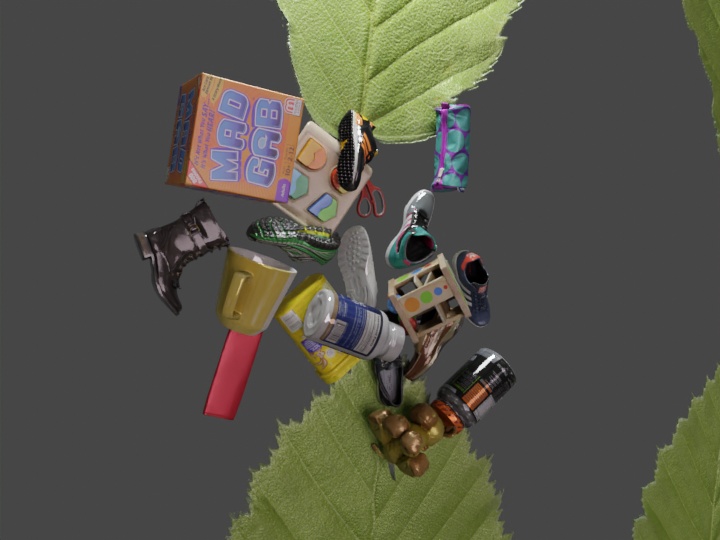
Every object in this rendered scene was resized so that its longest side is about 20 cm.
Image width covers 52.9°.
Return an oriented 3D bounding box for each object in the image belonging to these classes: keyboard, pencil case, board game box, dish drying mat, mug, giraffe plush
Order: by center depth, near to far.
[{"bbox_3d":[-0.248,-0.246,1.402,0.199,0.200,0.201,8,93,-26],"label":"board game box"},{"bbox_3d":[-0.237,0.044,1.470,0.186,0.149,0.154,14,99,-51],"label":"mug"},{"bbox_3d":[-0.273,0.216,1.543,0.076,0.018,0.201,19,86,-27],"label":"dish drying mat"},{"bbox_3d":[0.131,0.378,1.670,0.162,0.172,0.201,-30,142,-27],"label":"giraffe plush"},{"bbox_3d":[0.210,-0.283,1.682,0.092,0.085,0.201,-4,98,-52],"label":"pencil case"},{"bbox_3d":[0.122,0.102,1.719,0.199,0.040,0.105,-3,120,-26],"label":"keyboard"}]

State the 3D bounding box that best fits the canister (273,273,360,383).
[{"bbox_3d":[-0.082,0.124,1.587,0.148,0.086,0.200,-42,110,-16],"label":"canister"}]

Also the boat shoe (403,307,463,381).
[{"bbox_3d":[0.159,0.166,1.712,0.074,0.076,0.200,37,93,-6],"label":"boat shoe"}]

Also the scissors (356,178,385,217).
[{"bbox_3d":[0.009,-0.214,1.635,0.073,0.014,0.201,-16,101,-20],"label":"scissors"}]

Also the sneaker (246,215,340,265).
[{"bbox_3d":[-0.147,-0.054,1.541,0.199,0.078,0.085,14,126,-13],"label":"sneaker"}]

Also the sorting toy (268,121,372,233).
[{"bbox_3d":[-0.089,-0.192,1.569,0.185,0.036,0.201,35,82,-22],"label":"sorting toy"}]

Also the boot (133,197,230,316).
[{"bbox_3d":[-0.343,-0.027,1.453,0.173,0.069,0.201,-24,103,-21],"label":"boot"}]

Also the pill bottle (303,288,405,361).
[{"bbox_3d":[-0.010,0.122,1.512,0.199,0.111,0.112,23,86,-24],"label":"pill bottle"}]

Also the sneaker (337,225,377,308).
[{"bbox_3d":[0.000,0.000,1.626,0.080,0.076,0.201,12,73,-66],"label":"sneaker"}]

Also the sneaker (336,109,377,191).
[{"bbox_3d":[0.003,-0.253,1.560,0.090,0.070,0.201,17,57,-30],"label":"sneaker"}]

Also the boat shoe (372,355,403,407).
[{"bbox_3d":[0.067,0.225,1.673,0.074,0.066,0.201,-6,103,-23],"label":"boat shoe"}]

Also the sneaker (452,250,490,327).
[{"bbox_3d":[0.282,0.050,1.754,0.075,0.084,0.201,-26,107,-21],"label":"sneaker"}]

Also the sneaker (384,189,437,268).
[{"bbox_3d":[0.134,-0.093,1.646,0.083,0.121,0.201,27,84,-25],"label":"sneaker"}]

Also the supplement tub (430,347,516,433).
[{"bbox_3d":[0.271,0.294,1.754,0.200,0.122,0.123,-40,111,-16],"label":"supplement tub"}]

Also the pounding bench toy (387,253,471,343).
[{"bbox_3d":[0.143,0.054,1.626,0.155,0.200,0.125,-27,102,9],"label":"pounding bench toy"}]
